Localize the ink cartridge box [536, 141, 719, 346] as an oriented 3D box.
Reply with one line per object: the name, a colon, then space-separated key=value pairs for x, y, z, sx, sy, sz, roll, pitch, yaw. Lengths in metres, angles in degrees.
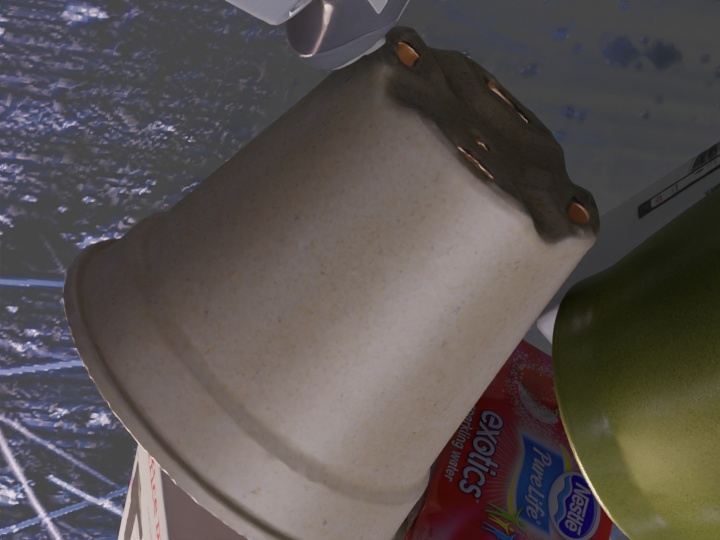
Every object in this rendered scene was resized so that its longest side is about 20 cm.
ink cartridge box: x=0.205 y=0.011 z=1.343 sx=0.199 sy=0.084 sz=0.146 roll=-34 pitch=106 yaw=23

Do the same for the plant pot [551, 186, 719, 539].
plant pot: x=0.194 y=0.035 z=1.216 sx=0.192 sy=0.202 sz=0.200 roll=-21 pitch=143 yaw=30

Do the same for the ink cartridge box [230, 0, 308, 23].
ink cartridge box: x=-0.101 y=-0.190 z=0.978 sx=0.199 sy=0.161 sz=0.047 roll=24 pitch=128 yaw=-37

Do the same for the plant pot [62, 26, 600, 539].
plant pot: x=0.000 y=0.000 z=1.250 sx=0.200 sy=0.201 sz=0.184 roll=25 pitch=117 yaw=-38

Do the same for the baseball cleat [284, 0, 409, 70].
baseball cleat: x=-0.006 y=-0.158 z=1.122 sx=0.106 sy=0.070 sz=0.200 roll=3 pitch=140 yaw=-31

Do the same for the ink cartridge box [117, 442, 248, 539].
ink cartridge box: x=-0.076 y=0.170 z=1.454 sx=0.082 sy=0.146 sz=0.201 roll=0 pitch=139 yaw=-13

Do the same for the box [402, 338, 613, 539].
box: x=0.062 y=0.133 z=1.382 sx=0.099 sy=0.200 sz=0.096 roll=30 pitch=128 yaw=-5

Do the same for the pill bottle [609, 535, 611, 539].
pill bottle: x=0.049 y=0.198 z=1.551 sx=0.112 sy=0.113 sz=0.200 roll=16 pitch=133 yaw=-32
